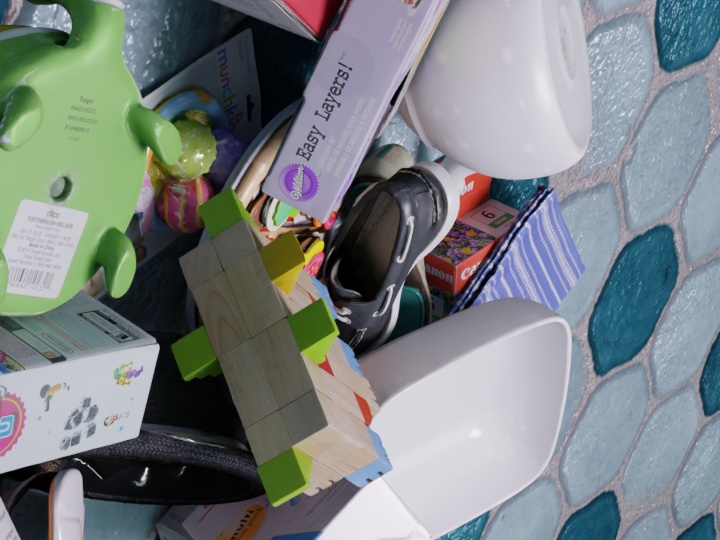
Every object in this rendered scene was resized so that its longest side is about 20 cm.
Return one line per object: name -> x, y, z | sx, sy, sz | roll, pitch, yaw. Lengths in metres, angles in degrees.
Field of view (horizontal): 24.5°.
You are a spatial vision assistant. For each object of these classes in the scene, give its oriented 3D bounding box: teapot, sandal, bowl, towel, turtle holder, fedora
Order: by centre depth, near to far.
turtle holder -> -0.188, -0.075, 0.874 | 0.140, 0.131, 0.187 | -29, 133, -41
sandal -> -0.203, 0.173, 1.036 | 0.207, 0.059, 0.080 | 121, -30, -72
fedora -> -0.138, 0.091, 1.066 | 0.200, 0.199, 0.093 | 30, 57, -57
teapot -> 0.080, -0.156, 1.200 | 0.197, 0.145, 0.202 | -21, 104, -72
bowl -> 0.063, 0.114, 1.288 | 0.198, 0.075, 0.201 | -23, 137, -25
towel -> 0.123, 0.041, 1.402 | 0.201, 0.024, 0.145 | -54, 147, -15

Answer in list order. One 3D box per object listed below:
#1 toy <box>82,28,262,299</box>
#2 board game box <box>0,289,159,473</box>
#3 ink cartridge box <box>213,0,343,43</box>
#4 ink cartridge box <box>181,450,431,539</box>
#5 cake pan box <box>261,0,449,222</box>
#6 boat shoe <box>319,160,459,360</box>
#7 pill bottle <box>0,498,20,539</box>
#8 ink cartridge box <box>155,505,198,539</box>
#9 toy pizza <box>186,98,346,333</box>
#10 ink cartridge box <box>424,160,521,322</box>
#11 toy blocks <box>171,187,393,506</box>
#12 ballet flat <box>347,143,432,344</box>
toy -> -0.118, -0.057, 1.063 | 0.200, 0.047, 0.116 | -38, 141, -35
board game box -> -0.230, 0.048, 0.884 | 0.199, 0.147, 0.065 | -10, 122, -51
ink cartridge box -> -0.024, -0.244, 0.951 | 0.201, 0.175, 0.084 | -61, 146, -4
ink cartridge box -> -0.048, 0.172, 1.137 | 0.115, 0.200, 0.068 | -45, 113, -10
cake pan box -> 0.016, -0.147, 1.027 | 0.201, 0.052, 0.184 | -62, 177, 31
boat shoe -> 0.000, 0.000, 1.215 | 0.060, 0.076, 0.201 | -20, 147, -44
pill bottle -> -0.237, 0.182, 0.927 | 0.113, 0.113, 0.202 | -32, 104, -39
ink cartridge box -> -0.067, 0.210, 1.318 | 0.176, 0.044, 0.201 | -43, 142, -28
toy pizza -> -0.053, -0.026, 1.146 | 0.201, 0.032, 0.201 | -53, 159, -29
ink cartridge box -> 0.093, -0.004, 1.395 | 0.109, 0.050, 0.202 | -31, 136, -40
toy blocks -> -0.039, 0.064, 1.042 | 0.099, 0.201, 0.137 | -30, 150, 11
ballet flat -> 0.029, -0.008, 1.294 | 0.063, 0.067, 0.201 | -62, 157, -48
